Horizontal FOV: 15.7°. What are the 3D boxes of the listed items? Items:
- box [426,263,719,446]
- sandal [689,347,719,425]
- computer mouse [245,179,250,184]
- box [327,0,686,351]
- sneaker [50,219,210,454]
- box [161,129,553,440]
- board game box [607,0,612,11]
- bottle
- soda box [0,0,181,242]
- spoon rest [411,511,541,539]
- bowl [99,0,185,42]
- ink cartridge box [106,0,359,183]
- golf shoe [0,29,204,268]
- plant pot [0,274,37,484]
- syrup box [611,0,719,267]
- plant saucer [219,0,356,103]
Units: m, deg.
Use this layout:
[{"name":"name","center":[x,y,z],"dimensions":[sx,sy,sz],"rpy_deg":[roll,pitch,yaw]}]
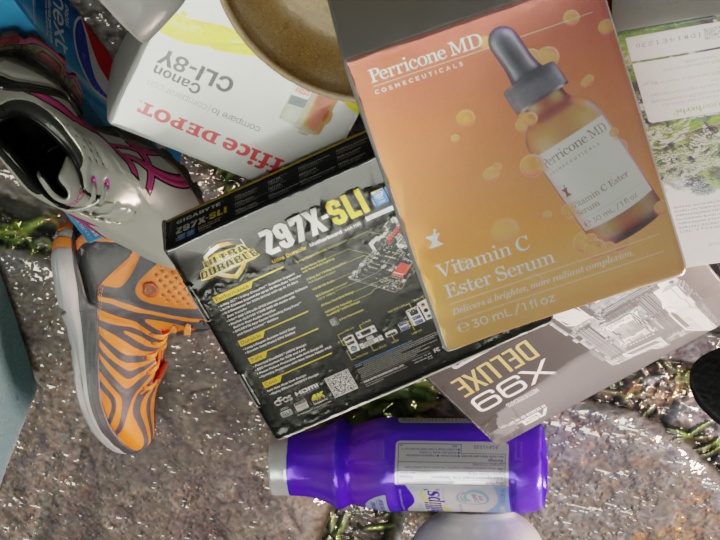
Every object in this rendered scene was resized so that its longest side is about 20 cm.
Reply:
[{"name":"box","center":[0.134,0.021,1.741],"dimensions":[0.200,0.050,0.158],"rpy_deg":[-29,138,14]},{"name":"sandal","center":[0.328,0.096,1.822],"dimensions":[0.200,0.075,0.048],"rpy_deg":[5,148,2]},{"name":"computer mouse","center":[0.025,-0.078,1.730],"dimensions":[0.200,0.046,0.141],"rpy_deg":[8,118,0]},{"name":"box","center":[0.084,-0.080,1.510],"dimensions":[0.152,0.106,0.200],"rpy_deg":[-19,118,4]},{"name":"sneaker","center":[-0.143,0.049,1.828],"dimensions":[0.112,0.078,0.200],"rpy_deg":[-3,130,10]},{"name":"box","center":[0.000,0.000,1.634],"dimensions":[0.200,0.049,0.160],"rpy_deg":[-24,117,9]},{"name":"board game box","center":[0.163,-0.190,1.612],"dimensions":[0.200,0.045,0.135],"rpy_deg":[-5,129,10]},{"name":"bottle","center":[0.034,0.140,1.886],"dimensions":[0.200,0.065,0.084],"rpy_deg":[0,160,6]},{"name":"soda box","center":[-0.199,-0.117,1.703],"dimensions":[0.068,0.064,0.200],"rpy_deg":[-21,125,22]},{"name":"spoon rest","center":[0.090,0.208,1.877],"dimensions":[0.099,0.200,0.061],"rpy_deg":[-1,93,-4]},{"name":"bowl","center":[-0.161,-0.250,1.508],"dimensions":[0.075,0.200,0.200],"rpy_deg":[-36,120,11]},{"name":"ink cartridge box","center":[-0.053,-0.160,1.612],"dimensions":[0.145,0.083,0.200],"rpy_deg":[22,117,-14]},{"name":"golf shoe","center":[-0.175,-0.057,1.649],"dimensions":[0.073,0.092,0.200],"rpy_deg":[-34,120,27]},{"name":"plant pot","center":[-0.349,0.048,1.786],"dimensions":[0.196,0.196,0.200],"rpy_deg":[-1,120,8]},{"name":"syrup box","center":[0.213,-0.100,1.600],"dimensions":[0.079,0.081,0.200],"rpy_deg":[-9,133,15]},{"name":"plant saucer","center":[0.011,-0.196,1.526],"dimensions":[0.200,0.035,0.200],"rpy_deg":[-1,116,-3]}]
